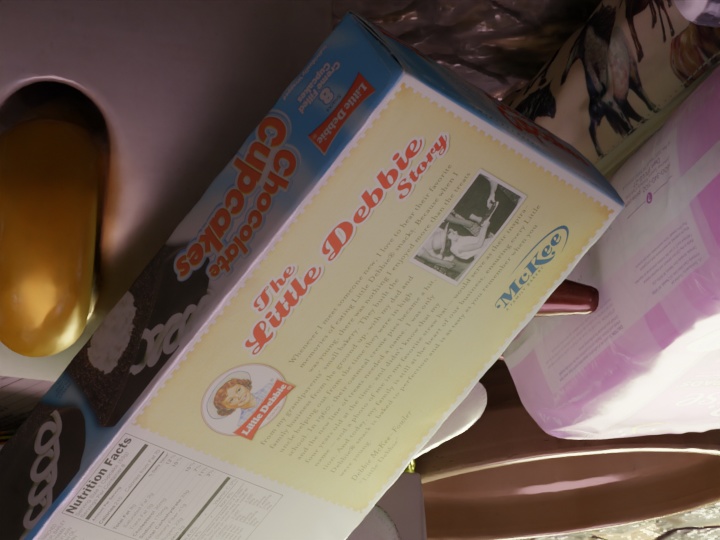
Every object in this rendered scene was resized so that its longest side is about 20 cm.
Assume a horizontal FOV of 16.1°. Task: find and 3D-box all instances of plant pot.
[{"bbox_3d":[0.083,0.062,1.170,0.200,0.093,0.201,-6,163,-2],"label":"plant pot"}]

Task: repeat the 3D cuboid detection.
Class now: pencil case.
[{"bbox_3d":[0.113,-0.068,0.915,0.078,0.090,0.200,23,149,-15],"label":"pencil case"}]

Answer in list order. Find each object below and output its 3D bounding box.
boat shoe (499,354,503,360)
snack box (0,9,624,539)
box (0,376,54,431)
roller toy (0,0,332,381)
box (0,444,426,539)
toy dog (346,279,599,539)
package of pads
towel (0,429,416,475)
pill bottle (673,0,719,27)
[{"bbox_3d":[0.000,0.000,1.014,0.200,0.065,0.072,9,153,-21],"label":"boat shoe"},{"bbox_3d":[-0.021,0.027,0.776,0.200,0.037,0.116,-50,138,12],"label":"snack box"},{"bbox_3d":[-0.113,0.031,1.065,0.095,0.078,0.200,-21,147,37],"label":"box"},{"bbox_3d":[-0.089,-0.052,0.845,0.139,0.201,0.182,5,161,-8],"label":"roller toy"},{"bbox_3d":[-0.085,0.140,1.057,0.200,0.098,0.124,5,157,-20],"label":"box"},{"bbox_3d":[0.020,0.044,0.899,0.096,0.132,0.200,21,142,5],"label":"toy dog"},{"bbox_3d":[0.140,-0.007,0.877,0.120,0.076,0.200,-2,158,-22],"label":"package of pads"},{"bbox_3d":[-0.079,0.077,1.054,0.199,0.018,0.086,-5,159,5],"label":"towel"},{"bbox_3d":[0.199,-0.122,0.779,0.199,0.106,0.106,3,155,-4],"label":"pill bottle"}]
